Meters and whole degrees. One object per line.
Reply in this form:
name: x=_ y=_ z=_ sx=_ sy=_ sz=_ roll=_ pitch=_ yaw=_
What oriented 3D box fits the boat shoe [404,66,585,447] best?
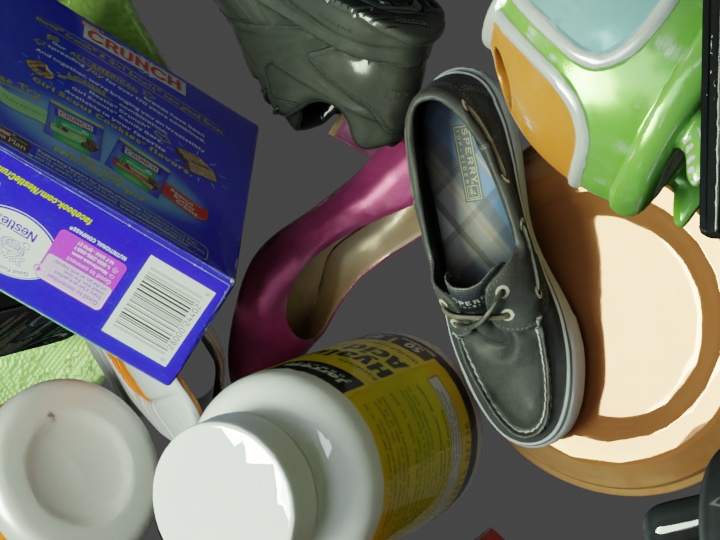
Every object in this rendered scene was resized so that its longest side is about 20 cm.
boat shoe: x=0.063 y=-0.002 z=0.952 sx=0.069 sy=0.066 sz=0.202 roll=-6 pitch=98 yaw=27

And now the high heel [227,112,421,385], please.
high heel: x=0.000 y=0.000 z=1.032 sx=0.096 sy=0.067 sz=0.201 roll=34 pitch=99 yaw=31

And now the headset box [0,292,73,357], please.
headset box: x=-0.241 y=-0.037 z=1.078 sx=0.092 sy=0.200 sz=0.175 roll=-32 pitch=83 yaw=27

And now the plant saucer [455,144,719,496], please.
plant saucer: x=0.133 y=0.022 z=0.981 sx=0.198 sy=0.037 sz=0.203 roll=4 pitch=98 yaw=27

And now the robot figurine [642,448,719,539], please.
robot figurine: x=0.237 y=0.132 z=0.889 sx=0.198 sy=0.125 sz=0.151 roll=-14 pitch=109 yaw=29

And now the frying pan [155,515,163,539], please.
frying pan: x=-0.088 y=0.147 z=1.071 sx=0.114 sy=0.031 sz=0.191 roll=20 pitch=140 yaw=47

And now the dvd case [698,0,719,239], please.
dvd case: x=0.239 y=-0.091 z=0.837 sx=0.018 sy=0.198 sz=0.144 roll=-163 pitch=71 yaw=-65

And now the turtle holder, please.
turtle holder: x=0.142 y=-0.125 z=0.888 sx=0.131 sy=0.141 sz=0.187 roll=33 pitch=104 yaw=11

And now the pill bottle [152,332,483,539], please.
pill bottle: x=-0.021 y=0.101 z=0.980 sx=0.110 sy=0.200 sz=0.113 roll=4 pitch=99 yaw=26

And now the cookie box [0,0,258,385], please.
cookie box: x=-0.145 y=-0.054 z=0.994 sx=0.170 sy=0.201 sz=0.075 roll=31 pitch=114 yaw=-13

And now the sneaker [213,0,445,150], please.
sneaker: x=-0.039 y=-0.128 z=1.012 sx=0.200 sy=0.075 sz=0.092 roll=36 pitch=125 yaw=43

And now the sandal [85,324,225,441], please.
sandal: x=-0.113 y=0.044 z=1.059 sx=0.059 sy=0.206 sz=0.080 roll=-33 pitch=101 yaw=-13

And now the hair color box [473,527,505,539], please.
hair color box: x=0.019 y=0.243 z=1.036 sx=0.061 sy=0.101 sz=0.201 roll=42 pitch=113 yaw=16

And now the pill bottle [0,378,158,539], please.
pill bottle: x=-0.207 y=0.143 z=1.107 sx=0.200 sy=0.109 sz=0.110 roll=-33 pitch=81 yaw=51
